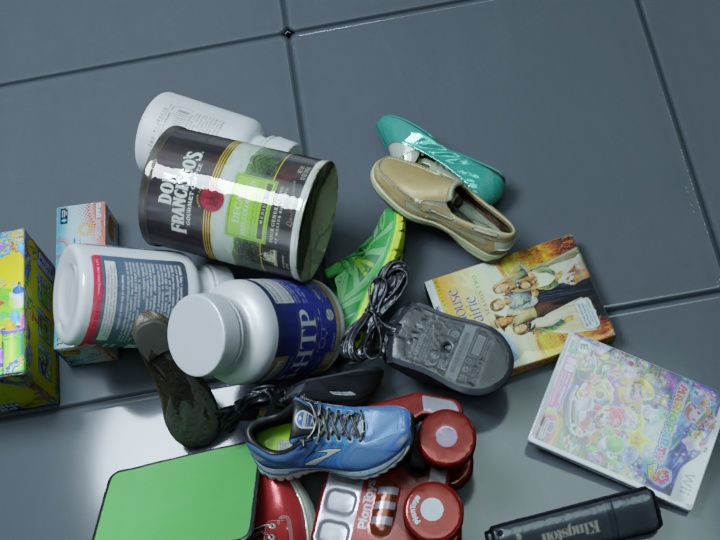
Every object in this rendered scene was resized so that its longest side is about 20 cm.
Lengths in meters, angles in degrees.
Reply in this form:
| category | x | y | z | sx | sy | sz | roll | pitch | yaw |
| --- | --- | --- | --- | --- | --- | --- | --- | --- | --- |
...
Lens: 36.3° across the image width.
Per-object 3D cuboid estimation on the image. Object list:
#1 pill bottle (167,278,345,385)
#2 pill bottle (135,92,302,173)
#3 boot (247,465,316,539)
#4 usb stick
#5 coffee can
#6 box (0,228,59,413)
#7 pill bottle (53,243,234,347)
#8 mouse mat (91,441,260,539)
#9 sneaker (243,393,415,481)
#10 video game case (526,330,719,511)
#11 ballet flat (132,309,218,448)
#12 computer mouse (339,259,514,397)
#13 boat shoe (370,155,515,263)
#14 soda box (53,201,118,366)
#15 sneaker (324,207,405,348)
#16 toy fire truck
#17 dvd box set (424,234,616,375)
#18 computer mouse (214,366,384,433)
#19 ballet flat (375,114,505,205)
| category | x | y | z | sx | sy | sz | roll | pitch | yaw |
| --- | --- | --- | --- | --- | --- | --- | --- | --- | --- |
| pill bottle | -0.120 | 0.070 | 1.268 | 0.119 | 0.199 | 0.121 | 1 | 91 | 37 |
| pill bottle | -0.182 | -0.151 | 1.434 | 0.198 | 0.115 | 0.115 | 19 | 69 | 14 |
| boot | -0.112 | 0.300 | 1.201 | 0.072 | 0.144 | 0.202 | -31 | 61 | 27 |
| usb stick | 0.239 | 0.289 | 1.232 | 0.198 | 0.033 | 0.056 | -14 | 102 | 0 |
| coffee can | -0.142 | -0.080 | 1.303 | 0.198 | 0.147 | 0.148 | 13 | 67 | 12 |
| box | -0.489 | 0.073 | 1.358 | 0.198 | 0.122 | 0.194 | -9 | 65 | 2 |
| pill bottle | -0.256 | 0.034 | 1.318 | 0.198 | 0.120 | 0.121 | 5 | 60 | -30 |
| mouse mat | -0.209 | 0.265 | 1.248 | 0.198 | 0.008 | 0.161 | -15 | 32 | 10 |
| sneaker | -0.037 | 0.181 | 1.199 | 0.198 | 0.089 | 0.079 | -12 | 55 | 15 |
| video game case | 0.311 | 0.173 | 1.277 | 0.198 | 0.018 | 0.144 | 22 | 75 | 9 |
| ballet flat | -0.216 | 0.126 | 1.283 | 0.067 | 0.201 | 0.046 | -23 | 34 | -5 |
| computer mouse | 0.088 | 0.085 | 1.299 | 0.199 | 0.053 | 0.139 | 25 | 73 | 16 |
| boat shoe | 0.105 | -0.090 | 1.350 | 0.199 | 0.076 | 0.072 | 29 | 65 | 4 |
| soda box | -0.348 | 0.017 | 1.402 | 0.068 | 0.064 | 0.202 | -7 | 64 | 2 |
| sneaker | 0.000 | 0.000 | 1.370 | 0.083 | 0.074 | 0.201 | 22 | 70 | 11 |
| toy fire truck | 0.040 | 0.231 | 1.238 | 0.166 | 0.112 | 0.202 | 9 | 66 | 8 |
| dvd box set | 0.193 | 0.050 | 1.353 | 0.198 | 0.029 | 0.147 | -17 | 65 | -3 |
| computer mouse | -0.071 | 0.161 | 1.294 | 0.199 | 0.140 | 0.046 | -5 | 72 | -39 |
| ballet flat | 0.091 | -0.135 | 1.425 | 0.199 | 0.068 | 0.071 | 30 | 66 | 16 |
